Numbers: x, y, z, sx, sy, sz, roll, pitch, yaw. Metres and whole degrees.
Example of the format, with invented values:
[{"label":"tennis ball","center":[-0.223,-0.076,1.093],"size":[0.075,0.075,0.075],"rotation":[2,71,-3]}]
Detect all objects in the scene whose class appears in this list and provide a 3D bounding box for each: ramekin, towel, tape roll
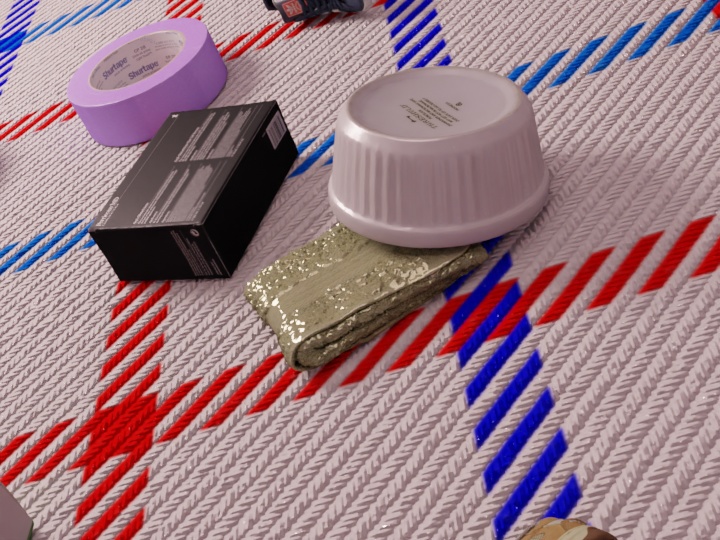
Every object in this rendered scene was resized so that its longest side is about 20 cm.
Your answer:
[{"label":"ramekin","center":[0.068,-0.110,0.931],"size":[0.202,0.094,0.203],"rotation":[-4,33,3]},{"label":"towel","center":[0.000,0.000,0.924],"size":[0.200,0.037,0.148],"rotation":[-31,37,-8]},{"label":"tape roll","center":[-0.277,-0.247,1.353],"size":[0.200,0.066,0.200],"rotation":[-15,39,13]}]

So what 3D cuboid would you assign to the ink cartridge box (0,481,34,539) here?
[{"label":"ink cartridge box","center":[-0.370,0.249,0.792],"size":[0.199,0.084,0.146],"rotation":[-17,37,11]}]

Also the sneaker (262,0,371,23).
[{"label":"sneaker","center":[-0.063,-0.357,1.361],"size":[0.084,0.075,0.200],"rotation":[-37,29,-18]}]

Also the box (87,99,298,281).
[{"label":"box","center":[-0.169,-0.084,1.085],"size":[0.141,0.079,0.200],"rotation":[0,44,25]}]

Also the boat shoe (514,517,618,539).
[{"label":"boat shoe","center":[0.067,0.220,0.609],"size":[0.200,0.072,0.076],"rotation":[-34,23,-23]}]
